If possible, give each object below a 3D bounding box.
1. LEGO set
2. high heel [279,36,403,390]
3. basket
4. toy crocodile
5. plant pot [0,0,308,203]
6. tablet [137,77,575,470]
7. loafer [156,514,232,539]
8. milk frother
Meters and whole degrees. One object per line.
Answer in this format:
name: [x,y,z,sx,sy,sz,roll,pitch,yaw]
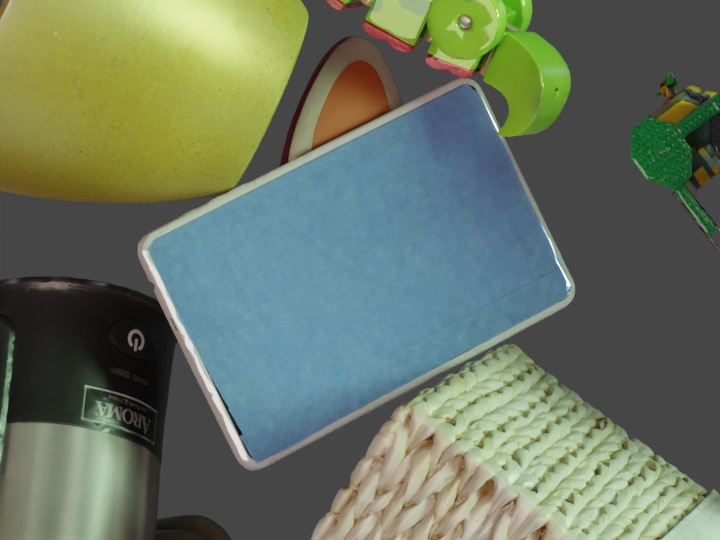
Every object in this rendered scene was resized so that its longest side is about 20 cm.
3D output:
LEGO set: [0.242,-0.048,1.445,0.200,0.116,0.154,48,139,7]
high heel: [-0.025,-0.020,1.550,0.067,0.096,0.201,13,83,-17]
basket: [0.057,0.166,1.477,0.161,0.200,0.198,38,109,9]
toy crocodile: [0.020,-0.139,1.496,0.200,0.067,0.062,32,109,8]
plant pot: [-0.110,-0.113,1.491,0.142,0.200,0.200,24,108,-8]
tablet: [0.000,0.000,1.499,0.200,0.014,0.130,-27,94,-17]
loafer: [-0.163,0.179,1.615,0.199,0.067,0.076,-19,95,19]
milk frother: [-0.203,0.115,1.553,0.180,0.200,0.189,15,66,-24]
